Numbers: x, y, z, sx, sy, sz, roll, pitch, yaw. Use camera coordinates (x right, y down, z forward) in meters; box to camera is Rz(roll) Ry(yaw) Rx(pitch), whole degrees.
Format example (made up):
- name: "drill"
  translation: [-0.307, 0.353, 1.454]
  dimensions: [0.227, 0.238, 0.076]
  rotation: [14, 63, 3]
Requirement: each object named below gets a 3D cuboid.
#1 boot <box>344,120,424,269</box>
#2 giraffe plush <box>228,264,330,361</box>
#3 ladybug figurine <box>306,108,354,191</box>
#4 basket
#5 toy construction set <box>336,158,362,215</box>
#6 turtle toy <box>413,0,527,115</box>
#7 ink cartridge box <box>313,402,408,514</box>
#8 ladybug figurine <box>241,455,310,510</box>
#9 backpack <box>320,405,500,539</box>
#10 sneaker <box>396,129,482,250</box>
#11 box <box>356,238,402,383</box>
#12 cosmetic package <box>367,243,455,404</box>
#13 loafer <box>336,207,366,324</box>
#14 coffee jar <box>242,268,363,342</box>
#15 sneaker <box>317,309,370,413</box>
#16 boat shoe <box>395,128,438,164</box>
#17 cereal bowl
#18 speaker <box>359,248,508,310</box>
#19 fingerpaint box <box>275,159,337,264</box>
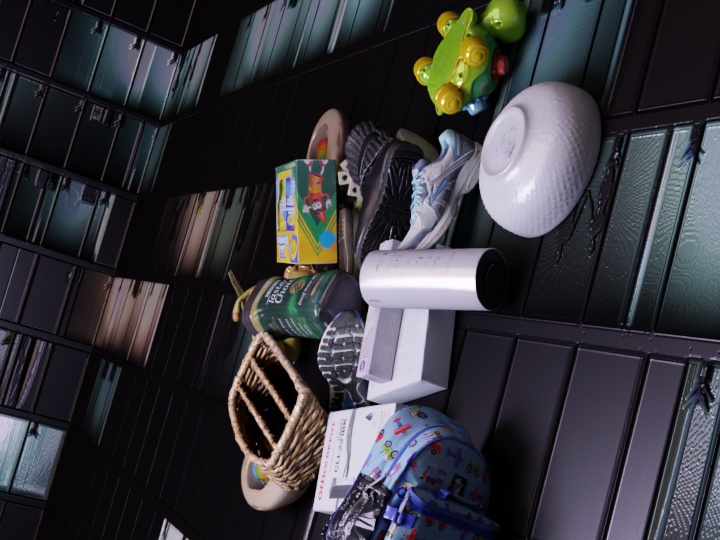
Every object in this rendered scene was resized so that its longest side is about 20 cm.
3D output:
- name: "boot"
  translation: [0.020, -0.112, 1.646]
  dimensions: [0.157, 0.078, 0.215]
  rotation: [31, 104, 57]
- name: "giraffe plush"
  translation: [-0.114, 0.057, 1.882]
  dimensions: [0.160, 0.201, 0.174]
  rotation: [-19, 34, 19]
- name: "ladybug figurine"
  translation: [-0.048, -0.199, 1.984]
  dimensions: [0.135, 0.071, 0.203]
  rotation: [-38, 41, 52]
- name: "basket"
  translation: [-0.135, 0.217, 1.657]
  dimensions: [0.142, 0.150, 0.200]
  rotation: [-36, 38, -4]
- name: "toy construction set"
  translation: [0.000, -0.154, 1.820]
  dimensions: [0.132, 0.091, 0.200]
  rotation: [-60, 7, 18]
- name: "turtle toy"
  translation: [0.166, -0.310, 1.571]
  dimensions: [0.202, 0.100, 0.146]
  rotation: [-60, 28, 22]
- name: "ink cartridge box"
  translation: [0.021, 0.268, 1.499]
  dimensions: [0.199, 0.083, 0.147]
  rotation: [-21, 55, 60]
- name: "ladybug figurine"
  translation: [-0.135, 0.328, 1.786]
  dimensions: [0.199, 0.071, 0.138]
  rotation: [-9, 65, 63]
- name: "backpack"
  translation: [0.079, 0.273, 1.279]
  dimensions: [0.134, 0.181, 0.202]
  rotation: [16, 76, 57]
- name: "sneaker"
  translation: [0.098, -0.109, 1.540]
  dimensions: [0.202, 0.086, 0.077]
  rotation: [-57, 13, -11]
- name: "box"
  translation: [0.035, 0.057, 1.549]
  dimensions: [0.039, 0.041, 0.204]
  rotation: [-21, 55, 61]
- name: "cosmetic package"
  translation: [0.076, 0.081, 1.552]
  dimensions: [0.150, 0.051, 0.204]
  rotation: [-26, 50, 56]
- name: "loafer"
  translation: [0.000, 0.000, 1.745]
  dimensions: [0.076, 0.066, 0.204]
  rotation: [168, 100, -79]
- name: "coffee jar"
  translation: [-0.095, 0.057, 1.701]
  dimensions: [0.198, 0.086, 0.105]
  rotation: [-7, 44, 45]
- name: "sneaker"
  translation: [-0.020, 0.134, 1.625]
  dimensions: [0.091, 0.077, 0.203]
  rotation: [-80, -8, -52]
- name: "boat shoe"
  translation: [0.091, -0.146, 1.670]
  dimensions: [0.069, 0.071, 0.201]
  rotation: [-58, 37, 26]
- name: "cereal bowl"
  translation: [0.213, -0.150, 1.385]
  dimensions: [0.200, 0.082, 0.203]
  rotation: [-46, 34, 43]
- name: "speaker"
  translation: [0.096, 0.011, 1.441]
  dimensions: [0.198, 0.081, 0.083]
  rotation: [-1, 71, 41]
- name: "fingerpaint box"
  translation: [-0.095, -0.096, 1.838]
  dimensions: [0.200, 0.072, 0.170]
  rotation: [-171, 80, -76]
